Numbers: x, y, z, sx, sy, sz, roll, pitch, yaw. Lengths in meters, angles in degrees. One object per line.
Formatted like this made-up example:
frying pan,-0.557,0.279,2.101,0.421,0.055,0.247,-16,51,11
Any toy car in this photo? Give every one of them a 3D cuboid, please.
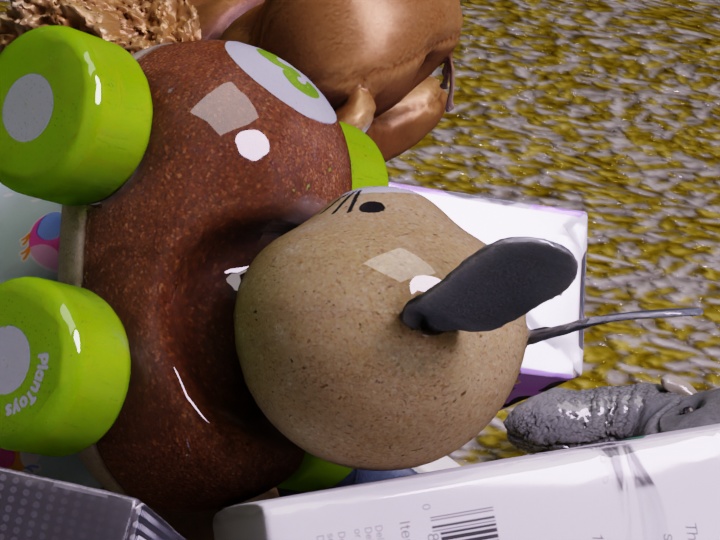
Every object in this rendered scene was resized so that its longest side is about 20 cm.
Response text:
toy car,0.000,0.000,0.726,0.199,0.159,0.164,-2,-10,36

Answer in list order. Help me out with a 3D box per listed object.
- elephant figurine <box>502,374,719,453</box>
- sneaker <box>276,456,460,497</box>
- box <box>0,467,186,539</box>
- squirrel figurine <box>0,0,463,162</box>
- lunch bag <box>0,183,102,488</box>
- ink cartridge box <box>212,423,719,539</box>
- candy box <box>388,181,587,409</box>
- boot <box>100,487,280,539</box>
elephant figurine,0.193,0.091,1.016,0.199,0.155,0.142,-10,76,-25
sneaker,0.029,0.137,0.810,0.200,0.075,0.084,42,50,17
box,-0.124,0.072,0.578,0.159,0.045,0.200,12,-11,3
squirrel figurine,-0.053,-0.078,0.964,0.199,0.143,0.186,-8,-3,-23
lunch bag,-0.178,0.026,0.861,0.170,0.122,0.200,-31,31,-11
ink cartridge box,0.066,0.131,0.731,0.198,0.147,0.084,-7,-6,-16
candy box,-0.019,0.018,0.957,0.167,0.072,0.200,8,-13,-15
boot,-0.046,0.099,0.878,0.075,0.074,0.200,11,18,25
